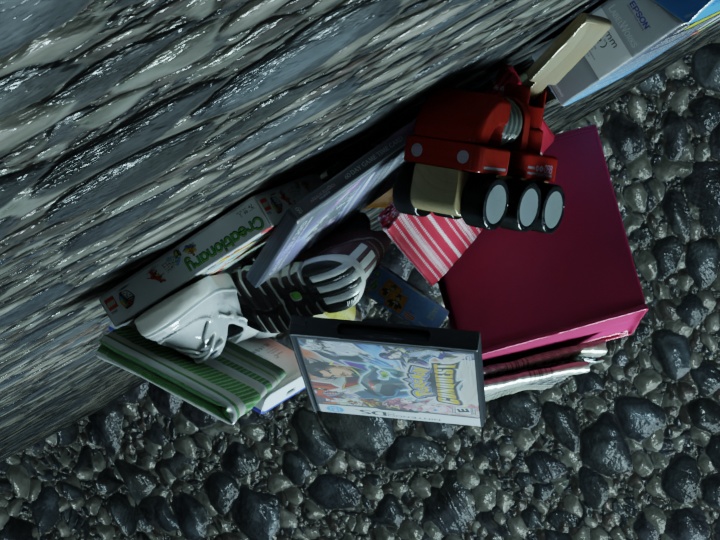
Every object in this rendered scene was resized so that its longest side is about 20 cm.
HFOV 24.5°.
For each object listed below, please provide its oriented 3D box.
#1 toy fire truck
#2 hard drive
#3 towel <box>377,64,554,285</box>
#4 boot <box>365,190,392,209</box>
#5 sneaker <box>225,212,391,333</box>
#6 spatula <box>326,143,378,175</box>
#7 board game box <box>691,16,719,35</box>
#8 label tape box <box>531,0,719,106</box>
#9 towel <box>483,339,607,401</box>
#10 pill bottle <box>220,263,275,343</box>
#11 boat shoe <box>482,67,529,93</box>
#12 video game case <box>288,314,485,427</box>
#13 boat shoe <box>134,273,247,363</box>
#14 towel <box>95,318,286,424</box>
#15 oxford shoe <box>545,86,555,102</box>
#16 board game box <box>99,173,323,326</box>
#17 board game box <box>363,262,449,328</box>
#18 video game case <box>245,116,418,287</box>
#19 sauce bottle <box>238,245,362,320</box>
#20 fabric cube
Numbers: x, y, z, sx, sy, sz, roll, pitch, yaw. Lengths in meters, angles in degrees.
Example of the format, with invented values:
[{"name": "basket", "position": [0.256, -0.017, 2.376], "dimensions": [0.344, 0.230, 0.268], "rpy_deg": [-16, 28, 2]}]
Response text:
[{"name": "toy fire truck", "position": [0.134, -0.138, 1.484], "dimensions": [0.128, 0.200, 0.176], "rpy_deg": [12, -174, 33]}, {"name": "hard drive", "position": [-0.158, 0.085, 1.813], "dimensions": [0.132, 0.200, 0.025], "rpy_deg": [-27, 140, -62]}, {"name": "towel", "position": [0.105, -0.090, 1.598], "dimensions": [0.200, 0.022, 0.145], "rpy_deg": [-51, 147, -5]}, {"name": "boot", "position": [0.082, -0.070, 1.918], "dimensions": [0.201, 0.144, 0.071], "rpy_deg": [-29, 178, -13]}, {"name": "sneaker", "position": [-0.043, -0.002, 1.619], "dimensions": [0.200, 0.076, 0.116], "rpy_deg": [-8, -151, 46]}, {"name": "spatula", "position": [0.013, -0.111, 1.563], "dimensions": [0.057, 0.021, 0.200], "rpy_deg": [-38, 174, 27]}, {"name": "board game box", "position": [0.368, -0.294, 1.671], "dimensions": [0.200, 0.057, 0.165], "rpy_deg": [-31, 176, 43]}, {"name": "label tape box", "position": [0.278, -0.242, 1.552], "dimensions": [0.143, 0.066, 0.200], "rpy_deg": [-29, 175, -47]}, {"name": "towel", "position": [0.158, 0.126, 1.811], "dimensions": [0.200, 0.035, 0.193], "rpy_deg": [-13, 169, -14]}, {"name": "pill bottle", "position": [-0.094, 0.012, 1.844], "dimensions": [0.110, 0.110, 0.200], "rpy_deg": [-31, 175, 42]}, {"name": "boat shoe", "position": [0.137, -0.150, 1.734], "dimensions": [0.075, 0.068, 0.200], "rpy_deg": [-29, 178, -30]}, {"name": "video game case", "position": [0.031, 0.102, 1.633], "dimensions": [0.180, 0.026, 0.200], "rpy_deg": [5, 155, 8]}, {"name": "boat shoe", "position": [-0.150, 0.050, 1.530], "dimensions": [0.072, 0.069, 0.200], "rpy_deg": [-30, 179, 6]}, {"name": "towel", "position": [-0.158, 0.087, 1.563], "dimensions": [0.023, 0.152, 0.200], "rpy_deg": [-65, 176, 10]}, {"name": "oxford shoe", "position": [0.169, -0.159, 1.802], "dimensions": [0.073, 0.085, 0.200], "rpy_deg": [-26, 175, -41]}, {"name": "board game box", "position": [-0.134, -0.020, 1.533], "dimensions": [0.200, 0.035, 0.126], "rpy_deg": [-31, 179, 28]}, {"name": "board game box", "position": [0.000, 0.000, 1.727], "dimensions": [0.037, 0.200, 0.151], "rpy_deg": [-55, 179, 0]}, {"name": "video game case", "position": [-0.011, -0.069, 1.514], "dimensions": [0.200, 0.019, 0.143], "rpy_deg": [-36, 172, -30]}, {"name": "sauce bottle", "position": [-0.068, 0.015, 1.731], "dimensions": [0.065, 0.065, 0.200], "rpy_deg": [-30, 143, 12]}, {"name": "fabric cube", "position": [0.177, -0.014, 1.748], "dimensions": [0.196, 0.200, 0.200], "rpy_deg": [-16, 170, 0]}]
